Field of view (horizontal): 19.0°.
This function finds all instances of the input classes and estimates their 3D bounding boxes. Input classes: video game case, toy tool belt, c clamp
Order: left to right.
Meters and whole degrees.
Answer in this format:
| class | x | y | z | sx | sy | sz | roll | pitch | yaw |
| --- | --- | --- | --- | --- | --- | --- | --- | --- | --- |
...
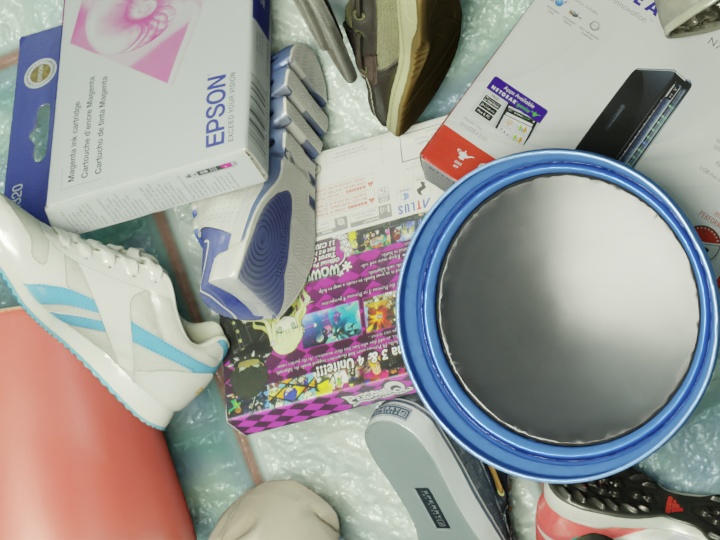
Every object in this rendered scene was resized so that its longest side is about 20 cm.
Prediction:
| class | x | y | z | sx | sy | sz | roll | pitch | yaw |
| --- | --- | --- | --- | --- | --- | --- | --- | --- | --- |
| c clamp | -0.050 | -0.197 | 1.353 | 0.027 | 0.200 | 0.171 | -27 | 81 | 0 |
| toy tool belt | -0.034 | 0.246 | 1.453 | 0.200 | 0.123 | 0.125 | 37 | 137 | 2 |
| video game case | 0.000 | 0.000 | 1.417 | 0.199 | 0.036 | 0.182 | -16 | 61 | 17 |

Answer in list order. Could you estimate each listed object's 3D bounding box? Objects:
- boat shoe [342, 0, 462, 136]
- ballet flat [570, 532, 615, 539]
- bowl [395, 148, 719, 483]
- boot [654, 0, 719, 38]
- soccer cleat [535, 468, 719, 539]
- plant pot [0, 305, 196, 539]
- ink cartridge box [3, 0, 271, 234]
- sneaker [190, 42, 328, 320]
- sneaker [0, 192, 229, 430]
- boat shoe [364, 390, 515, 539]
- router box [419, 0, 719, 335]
| class | x | y | z | sx | sy | sz | roll | pitch | yaw |
| --- | --- | --- | --- | --- | --- | --- | --- | --- | --- |
| boat shoe | 0.023 | -0.158 | 1.349 | 0.065 | 0.200 | 0.073 | 30 | 63 | 12 |
| ballet flat | 0.191 | 0.247 | 1.394 | 0.068 | 0.068 | 0.201 | 9 | 138 | 41 |
| bowl | 0.121 | 0.026 | 1.300 | 0.199 | 0.039 | 0.202 | 2 | 97 | 19 |
| boot | 0.171 | -0.239 | 1.347 | 0.181 | 0.073 | 0.201 | -17 | 84 | 17 |
| soccer cleat | 0.212 | 0.185 | 1.423 | 0.199 | 0.068 | 0.073 | 18 | 129 | 6 |
| plant pot | -0.222 | 0.118 | 1.468 | 0.199 | 0.200 | 0.178 | -11 | 85 | 16 |
| ink cartridge box | -0.155 | -0.120 | 1.424 | 0.199 | 0.043 | 0.197 | -14 | 52 | 16 |
| sneaker | -0.091 | -0.055 | 1.424 | 0.115 | 0.081 | 0.200 | -7 | 55 | 25 |
| sneaker | -0.170 | 0.010 | 1.375 | 0.081 | 0.077 | 0.200 | -45 | 116 | 0 |
| boat shoe | 0.078 | 0.147 | 1.447 | 0.071 | 0.091 | 0.201 | 0 | 127 | 39 |
| router box | 0.168 | -0.082 | 1.355 | 0.200 | 0.049 | 0.180 | 34 | 81 | 13 |
